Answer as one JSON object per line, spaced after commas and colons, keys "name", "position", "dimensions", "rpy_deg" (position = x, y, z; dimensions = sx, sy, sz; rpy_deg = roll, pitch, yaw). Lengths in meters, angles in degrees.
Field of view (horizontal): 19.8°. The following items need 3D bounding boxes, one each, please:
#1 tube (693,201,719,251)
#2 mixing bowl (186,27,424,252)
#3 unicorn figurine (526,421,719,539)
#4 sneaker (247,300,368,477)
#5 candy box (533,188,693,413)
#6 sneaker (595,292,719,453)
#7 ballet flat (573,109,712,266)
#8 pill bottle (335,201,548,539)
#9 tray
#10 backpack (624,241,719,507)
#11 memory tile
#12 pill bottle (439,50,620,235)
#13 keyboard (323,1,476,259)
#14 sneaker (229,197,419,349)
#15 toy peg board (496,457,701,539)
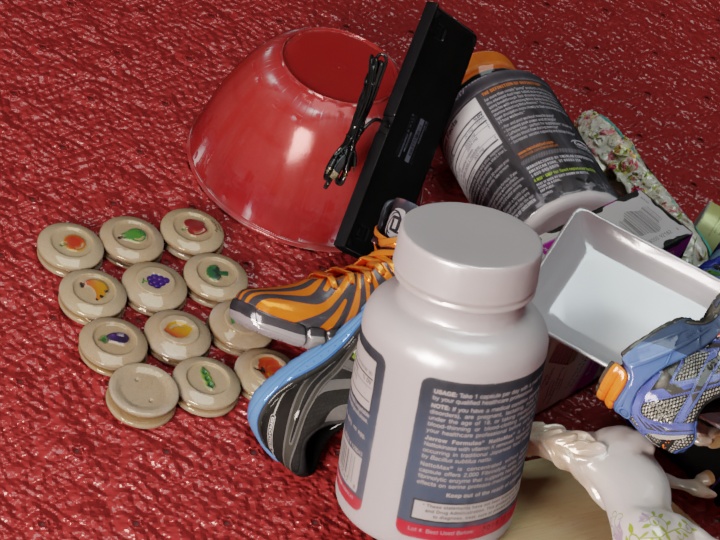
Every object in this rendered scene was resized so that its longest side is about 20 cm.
{"name": "tube", "position": [0.360, 0.015, 1.700], "dimensions": [0.199, 0.052, 0.058], "rpy_deg": [30, 82, 5]}
{"name": "mixing bowl", "position": [-0.031, -0.122, 1.636], "dimensions": [0.199, 0.109, 0.201], "rpy_deg": [11, 40, -10]}
{"name": "unicorn figurine", "position": [0.178, 0.141, 1.334], "dimensions": [0.137, 0.074, 0.200], "rpy_deg": [3, 25, -21]}
{"name": "sneaker", "position": [0.015, 0.069, 1.407], "dimensions": [0.083, 0.199, 0.071], "rpy_deg": [56, 13, 19]}
{"name": "candy box", "position": [0.142, 0.034, 1.513], "dimensions": [0.200, 0.137, 0.061], "rpy_deg": [-24, 55, -41]}
{"name": "sneaker", "position": [0.250, 0.054, 1.349], "dimensions": [0.200, 0.075, 0.079], "rpy_deg": [-31, 74, -15]}
{"name": "ballet flat", "position": [0.215, -0.059, 1.701], "dimensions": [0.064, 0.076, 0.200], "rpy_deg": [-20, 49, -18]}
{"name": "pill bottle", "position": [0.055, 0.066, 1.300], "dimensions": [0.119, 0.201, 0.120], "rpy_deg": [7, 27, -4]}
{"name": "tray", "position": [0.209, 0.043, 1.399], "dimensions": [0.199, 0.022, 0.108], "rpy_deg": [29, 57, 12]}
{"name": "backpack", "position": [0.298, 0.046, 1.529], "dimensions": [0.134, 0.183, 0.200], "rpy_deg": [40, 40, 9]}
{"name": "memory tile", "position": [-0.140, 0.029, 1.491], "dimensions": [0.153, 0.017, 0.200], "rpy_deg": [-7, 48, -29]}
{"name": "pill bottle", "position": [0.129, -0.090, 1.667], "dimensions": [0.106, 0.107, 0.200], "rpy_deg": [-3, 45, -25]}
{"name": "keyboard", "position": [0.023, -0.108, 1.564], "dimensions": [0.021, 0.201, 0.127], "rpy_deg": [18, -4, 33]}
{"name": "sneaker", "position": [0.000, 0.000, 1.488], "dimensions": [0.199, 0.113, 0.077], "rpy_deg": [4, 11, -35]}
{"name": "toy peg board", "position": [0.133, 0.223, 1.352], "dimensions": [0.199, 0.098, 0.199], "rpy_deg": [-8, 32, -30]}
